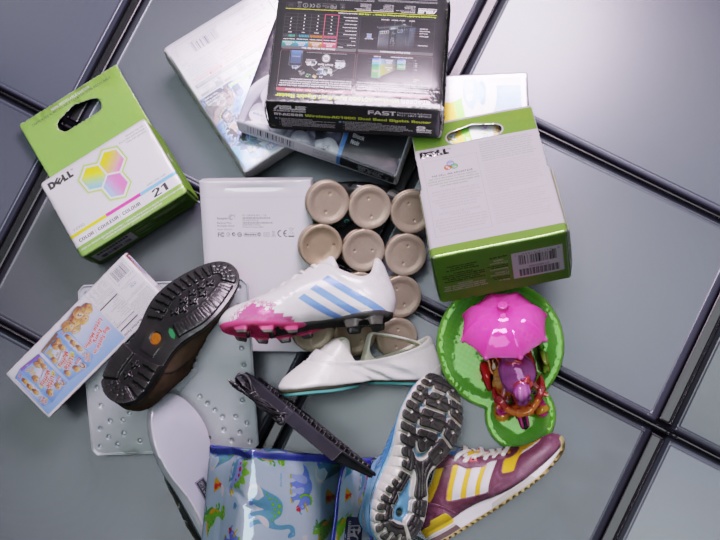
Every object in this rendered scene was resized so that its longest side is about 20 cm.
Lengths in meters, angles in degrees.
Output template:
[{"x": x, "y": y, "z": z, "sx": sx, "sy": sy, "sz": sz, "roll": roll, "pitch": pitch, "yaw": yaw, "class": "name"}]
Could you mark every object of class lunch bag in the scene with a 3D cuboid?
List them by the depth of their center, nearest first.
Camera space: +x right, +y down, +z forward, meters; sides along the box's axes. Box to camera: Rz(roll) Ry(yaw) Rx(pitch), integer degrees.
[{"x": -0.068, "y": 0.286, "z": 1.580, "sx": 0.199, "sy": 0.127, "sz": 0.172, "roll": 11, "pitch": 83, "yaw": -35, "class": "lunch bag"}]

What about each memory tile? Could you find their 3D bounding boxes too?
[{"x": 0.000, "y": 0.000, "z": 1.630, "sx": 0.152, "sy": 0.017, "sz": 0.202, "roll": 4, "pitch": 102, "yaw": -13, "class": "memory tile"}]

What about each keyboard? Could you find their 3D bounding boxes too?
[{"x": -0.073, "y": 0.159, "z": 1.549, "sx": 0.200, "sy": 0.127, "sz": 0.021, "roll": 32, "pitch": 91, "yaw": 47, "class": "keyboard"}]

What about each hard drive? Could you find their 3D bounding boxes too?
[{"x": -0.115, "y": -0.006, "z": 1.645, "sx": 0.131, "sy": 0.027, "sz": 0.202, "roll": 0, "pitch": 103, "yaw": 8, "class": "hard drive"}]

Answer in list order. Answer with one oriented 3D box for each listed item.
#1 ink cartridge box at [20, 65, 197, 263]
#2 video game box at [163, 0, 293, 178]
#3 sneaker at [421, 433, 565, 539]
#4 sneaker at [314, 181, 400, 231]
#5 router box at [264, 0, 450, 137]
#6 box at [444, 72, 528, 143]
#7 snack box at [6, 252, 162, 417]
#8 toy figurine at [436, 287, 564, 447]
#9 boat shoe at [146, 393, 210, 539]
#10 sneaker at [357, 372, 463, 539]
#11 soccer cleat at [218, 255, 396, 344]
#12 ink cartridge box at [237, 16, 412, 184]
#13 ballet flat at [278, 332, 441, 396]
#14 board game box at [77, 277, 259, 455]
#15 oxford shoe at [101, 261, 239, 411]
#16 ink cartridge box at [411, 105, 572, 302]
[{"x": -0.309, "y": -0.132, "z": 1.685, "sx": 0.147, "sy": 0.076, "sz": 0.201, "roll": -32, "pitch": 82, "yaw": 0, "class": "ink cartridge box"}, {"x": -0.102, "y": -0.236, "z": 1.693, "sx": 0.199, "sy": 0.047, "sz": 0.183, "roll": -32, "pitch": 79, "yaw": -8, "class": "video game box"}, {"x": 0.133, "y": 0.224, "z": 1.589, "sx": 0.199, "sy": 0.075, "sz": 0.090, "roll": -37, "pitch": 81, "yaw": 14, "class": "sneaker"}, {"x": -0.046, "y": -0.067, "z": 1.672, "sx": 0.198, "sy": 0.075, "sz": 0.080, "roll": 1, "pitch": 94, "yaw": 13, "class": "sneaker"}, {"x": -0.001, "y": -0.231, "z": 1.581, "sx": 0.198, "sy": 0.062, "sz": 0.151, "roll": 4, "pitch": 65, "yaw": 4, "class": "router box"}, {"x": 0.141, "y": -0.116, "z": 1.637, "sx": 0.111, "sy": 0.101, "sz": 0.202, "roll": -2, "pitch": 82, "yaw": 5, "class": "box"}, {"x": -0.312, "y": 0.075, "z": 1.625, "sx": 0.200, "sy": 0.024, "sz": 0.072, "roll": -44, "pitch": 94, "yaw": 9, "class": "snack box"}, {"x": 0.161, "y": 0.100, "z": 1.564, "sx": 0.149, "sy": 0.184, "sz": 0.202, "roll": -15, "pitch": 82, "yaw": 3, "class": "toy figurine"}, {"x": -0.195, "y": 0.239, "z": 1.625, "sx": 0.068, "sy": 0.057, "sz": 0.201, "roll": -25, "pitch": 89, "yaw": -34, "class": "boat shoe"}, {"x": 0.043, "y": 0.205, "z": 1.581, "sx": 0.078, "sy": 0.090, "sz": 0.201, "roll": 33, "pitch": 70, "yaw": -22, "class": "sneaker"}, {"x": -0.060, "y": 0.031, "z": 1.590, "sx": 0.198, "sy": 0.070, "sz": 0.087, "roll": -5, "pitch": 74, "yaw": -1, "class": "soccer cleat"}, {"x": -0.019, "y": -0.225, "z": 1.651, "sx": 0.196, "sy": 0.043, "sz": 0.202, "roll": 18, "pitch": 77, "yaw": 2, "class": "ink cartridge box"}, {"x": -0.001, "y": 0.104, "z": 1.611, "sx": 0.198, "sy": 0.069, "sz": 0.070, "roll": -3, "pitch": 81, "yaw": -22, "class": "ballet flat"}, {"x": -0.220, "y": 0.111, "z": 1.649, "sx": 0.198, "sy": 0.026, "sz": 0.202, "roll": -2, "pitch": 99, "yaw": 5, "class": "board game box"}, {"x": -0.207, "y": 0.073, "z": 1.598, "sx": 0.073, "sy": 0.084, "sz": 0.200, "roll": 39, "pitch": 82, "yaw": 24, "class": "oxford shoe"}, {"x": 0.139, "y": -0.077, "z": 1.549, "sx": 0.146, "sy": 0.076, "sz": 0.201, "roll": -11, "pitch": 48, "yaw": 4, "class": "ink cartridge box"}]
